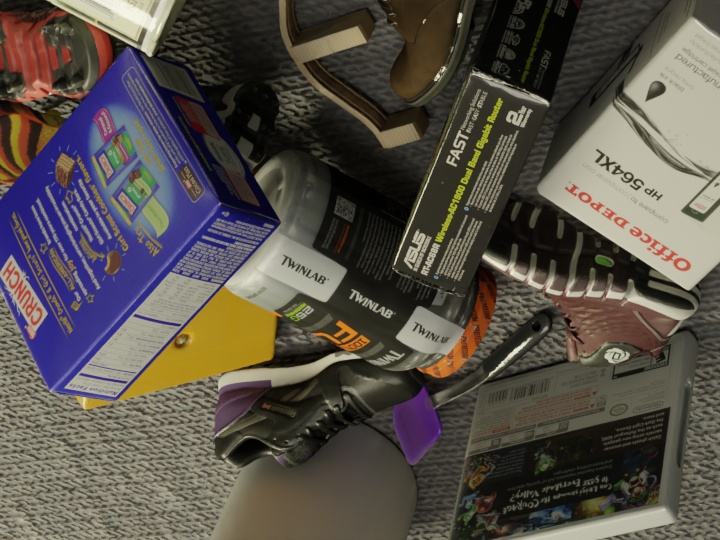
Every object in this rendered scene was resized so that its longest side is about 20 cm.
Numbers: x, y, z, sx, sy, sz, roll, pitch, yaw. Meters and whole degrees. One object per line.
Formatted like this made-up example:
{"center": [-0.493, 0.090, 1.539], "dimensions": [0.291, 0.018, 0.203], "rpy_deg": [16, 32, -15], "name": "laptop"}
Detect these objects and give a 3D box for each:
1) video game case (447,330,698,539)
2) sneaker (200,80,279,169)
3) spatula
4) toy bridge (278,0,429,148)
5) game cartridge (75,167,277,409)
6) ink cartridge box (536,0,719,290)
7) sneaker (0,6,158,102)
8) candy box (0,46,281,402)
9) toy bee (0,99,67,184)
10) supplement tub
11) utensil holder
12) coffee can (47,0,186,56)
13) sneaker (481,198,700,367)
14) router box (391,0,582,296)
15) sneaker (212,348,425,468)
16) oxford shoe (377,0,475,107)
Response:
{"center": [0.168, 0.143, 1.781], "dimensions": [0.199, 0.182, 0.023], "rpy_deg": [-17, 129, 31], "name": "video game case"}
{"center": [-0.135, -0.056, 1.715], "dimensions": [0.090, 0.201, 0.066], "rpy_deg": [15, 169, 40], "name": "sneaker"}
{"center": [0.091, 0.091, 1.868], "dimensions": [0.021, 0.057, 0.200], "rpy_deg": [6, 142, -47], "name": "spatula"}
{"center": [-0.022, -0.176, 1.687], "dimensions": [0.067, 0.027, 0.200], "rpy_deg": [-14, 122, 31], "name": "toy bridge"}
{"center": [-0.148, 0.014, 1.822], "dimensions": [0.176, 0.032, 0.201], "rpy_deg": [-14, 134, -23], "name": "game cartridge"}
{"center": [0.243, -0.100, 1.615], "dimensions": [0.146, 0.084, 0.200], "rpy_deg": [32, 131, -9], "name": "ink cartridge box"}
{"center": [-0.226, -0.171, 1.724], "dimensions": [0.200, 0.098, 0.071], "rpy_deg": [5, 109, 52], "name": "sneaker"}
{"center": [-0.174, -0.031, 1.637], "dimensions": [0.200, 0.169, 0.077], "rpy_deg": [-45, 144, 20], "name": "candy box"}
{"center": [-0.224, -0.095, 1.788], "dimensions": [0.200, 0.131, 0.109], "rpy_deg": [23, 102, -52], "name": "toy bee"}
{"center": [0.000, 0.000, 1.748], "dimensions": [0.200, 0.123, 0.123], "rpy_deg": [28, 134, -22], "name": "supplement tub"}
{"center": [-0.048, 0.247, 1.936], "dimensions": [0.169, 0.200, 0.170], "rpy_deg": [10, 131, 12], "name": "utensil holder"}
{"center": [-0.204, -0.262, 1.599], "dimensions": [0.199, 0.147, 0.147], "rpy_deg": [28, 133, -5], "name": "coffee can"}
{"center": [0.157, 0.024, 1.760], "dimensions": [0.199, 0.076, 0.116], "rpy_deg": [20, 136, 2], "name": "sneaker"}
{"center": [0.093, -0.103, 1.623], "dimensions": [0.062, 0.150, 0.200], "rpy_deg": [21, 133, 0], "name": "router box"}
{"center": [-0.035, 0.126, 1.895], "dimensions": [0.199, 0.088, 0.076], "rpy_deg": [-12, 144, 31], "name": "sneaker"}
{"center": [0.045, -0.195, 1.600], "dimensions": [0.084, 0.073, 0.200], "rpy_deg": [10, 141, -9], "name": "oxford shoe"}
